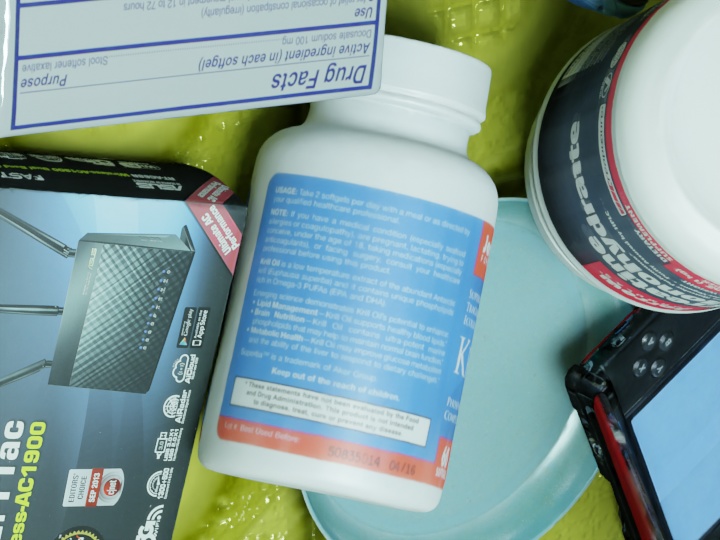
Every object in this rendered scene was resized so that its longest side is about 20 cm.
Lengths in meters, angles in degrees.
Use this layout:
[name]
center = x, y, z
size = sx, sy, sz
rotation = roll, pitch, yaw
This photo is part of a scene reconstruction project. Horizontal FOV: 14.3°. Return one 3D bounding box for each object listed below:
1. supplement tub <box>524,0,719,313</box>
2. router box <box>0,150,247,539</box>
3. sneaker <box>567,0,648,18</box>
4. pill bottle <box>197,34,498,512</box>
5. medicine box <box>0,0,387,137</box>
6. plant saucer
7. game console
[supplement tub]
center = 0.157, -0.053, 1.279
size = 0.140, 0.200, 0.141
rotation = 1, 85, -11
[router box]
center = -0.145, 0.048, 1.240
size = 0.150, 0.062, 0.200
rotation = 3, 107, -34
[sneaker]
center = 0.080, -0.185, 1.289
size = 0.083, 0.071, 0.200
rotation = -48, 127, -4
[pill bottle]
center = 0.000, 0.000, 1.270
size = 0.112, 0.112, 0.200
rotation = 15, 84, -37
[medicine box]
center = -0.086, -0.168, 1.163
size = 0.182, 0.103, 0.200
rotation = -8, 114, -31
[plant saucer]
center = 0.048, 0.056, 1.397
size = 0.200, 0.027, 0.200
rotation = -14, 116, -30
[game console]
center = 0.185, 0.118, 1.433
size = 0.172, 0.119, 0.200
rotation = -43, 136, -20
